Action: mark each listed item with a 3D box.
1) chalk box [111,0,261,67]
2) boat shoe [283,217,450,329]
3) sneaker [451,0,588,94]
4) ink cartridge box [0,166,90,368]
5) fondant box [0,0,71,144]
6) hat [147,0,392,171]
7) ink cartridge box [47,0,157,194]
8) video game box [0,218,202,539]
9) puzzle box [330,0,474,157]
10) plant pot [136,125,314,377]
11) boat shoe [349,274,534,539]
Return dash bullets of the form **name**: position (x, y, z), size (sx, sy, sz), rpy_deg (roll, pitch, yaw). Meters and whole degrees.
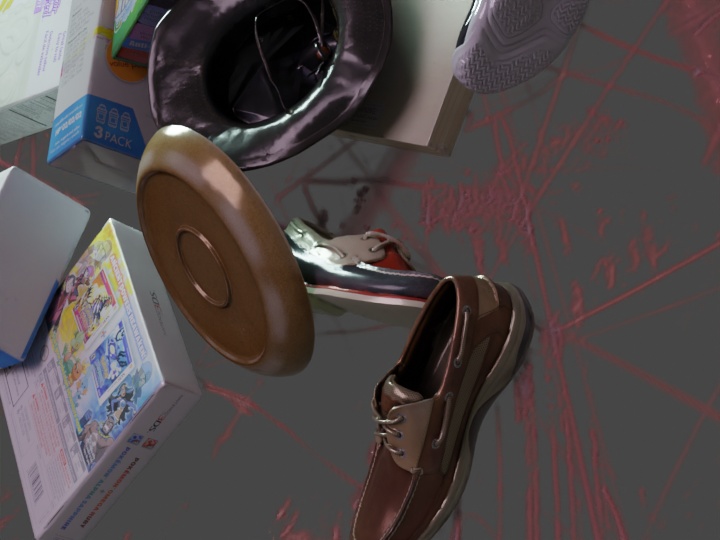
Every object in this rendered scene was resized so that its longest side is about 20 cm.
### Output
- **chalk box**: position (-0.117, -0.226, 1.651), size (0.124, 0.123, 0.202), rpy_deg (137, 142, -56)
- **boat shoe**: position (0.000, 0.000, 1.459), size (0.199, 0.071, 0.063), rpy_deg (8, 75, 57)
- **sneaker**: position (0.109, -0.217, 1.434), size (0.201, 0.075, 0.114), rpy_deg (-58, 36, 2)
- **ink cartridge box**: position (-0.329, 0.009, 1.803), size (0.199, 0.084, 0.147), rpy_deg (-17, 47, 57)
- **fondant box**: position (-0.291, -0.205, 1.935), size (0.199, 0.058, 0.146), rpy_deg (-12, 63, 47)
- **hat**: position (-0.055, -0.146, 1.541), size (0.199, 0.081, 0.202), rpy_deg (-10, 66, 22)
- **ink cartridge box**: position (-0.178, -0.170, 1.721), size (0.068, 0.114, 0.202), rpy_deg (-27, 52, 52)
- **video game box**: position (-0.214, 0.089, 1.693), size (0.183, 0.047, 0.201), rpy_deg (-51, 39, 24)
- **puzzle box**: position (0.020, -0.160, 1.550), size (0.199, 0.025, 0.134), rpy_deg (16, 85, 53)
- **plant pot**: position (-0.104, -0.007, 1.508), size (0.027, 0.201, 0.199), rpy_deg (-31, 27, -26)
- **boat shoe**: position (0.037, 0.092, 1.357), size (0.076, 0.071, 0.201), rpy_deg (25, 92, 53)
